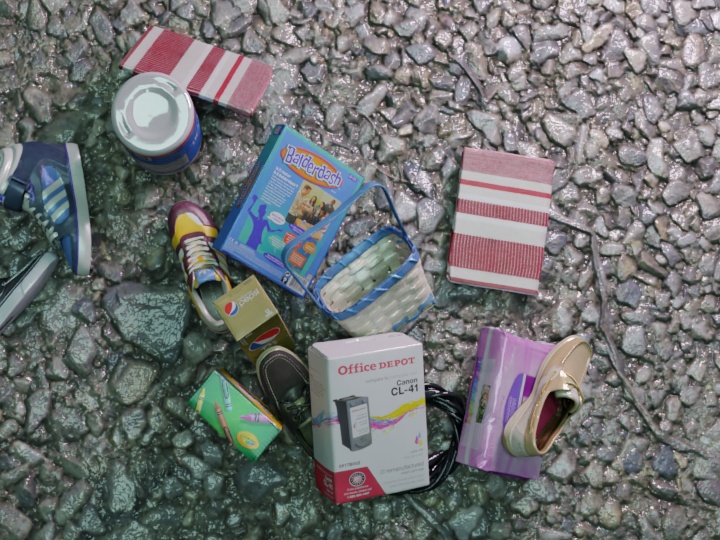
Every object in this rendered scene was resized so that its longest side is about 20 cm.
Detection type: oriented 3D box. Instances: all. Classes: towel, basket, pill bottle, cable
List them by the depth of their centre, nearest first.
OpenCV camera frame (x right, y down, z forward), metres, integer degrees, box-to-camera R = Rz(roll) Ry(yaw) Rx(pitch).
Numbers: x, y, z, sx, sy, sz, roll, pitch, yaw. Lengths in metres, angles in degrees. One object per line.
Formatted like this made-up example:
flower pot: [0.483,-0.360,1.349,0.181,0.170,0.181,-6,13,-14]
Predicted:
pill bottle: [-0.277,-0.196,1.507,0.110,0.200,0.115,0,85,-4]
basket: [0.000,0.000,1.524,0.175,0.139,0.202,-35,123,-7]
towel: [-0.233,-0.287,1.561,0.197,0.145,0.023,19,125,-2]
cable: [0.070,0.243,1.565,0.196,0.051,0.167,6,84,-4]
towel: [0.208,-0.074,1.613,0.141,0.023,0.204,8,86,-5]

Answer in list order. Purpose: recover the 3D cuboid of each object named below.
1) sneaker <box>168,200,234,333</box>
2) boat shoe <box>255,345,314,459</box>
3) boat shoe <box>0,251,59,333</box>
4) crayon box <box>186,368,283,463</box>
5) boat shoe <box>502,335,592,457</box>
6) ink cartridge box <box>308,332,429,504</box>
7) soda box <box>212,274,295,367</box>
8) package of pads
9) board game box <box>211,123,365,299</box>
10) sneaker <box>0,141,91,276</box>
sneaker: [-0.222,-0.009,1.549,0.074,0.090,0.203,-23,87,-6]
boat shoe: [-0.077,0.193,1.512,0.071,0.066,0.203,-33,118,-10]
boat shoe: [-0.514,0.040,1.538,0.068,0.072,0.200,42,90,-1]
crayon box: [-0.167,0.195,1.478,0.118,0.200,0.058,41,84,1]
boat shoe: [0.276,0.178,1.506,0.074,0.069,0.201,45,67,-26]
ink cartridge box: [0.011,0.198,1.471,0.145,0.085,0.204,-7,101,-21]
soda box: [-0.142,0.076,1.489,0.067,0.200,0.064,-34,75,-6]
package of pads: [0.214,0.191,1.552,0.119,0.075,0.204,15,83,-29]
board game box: [-0.102,-0.085,1.559,0.151,0.045,0.202,31,83,-26]
sneaker: [-0.461,-0.084,1.534,0.144,0.081,0.204,-7,78,-17]
